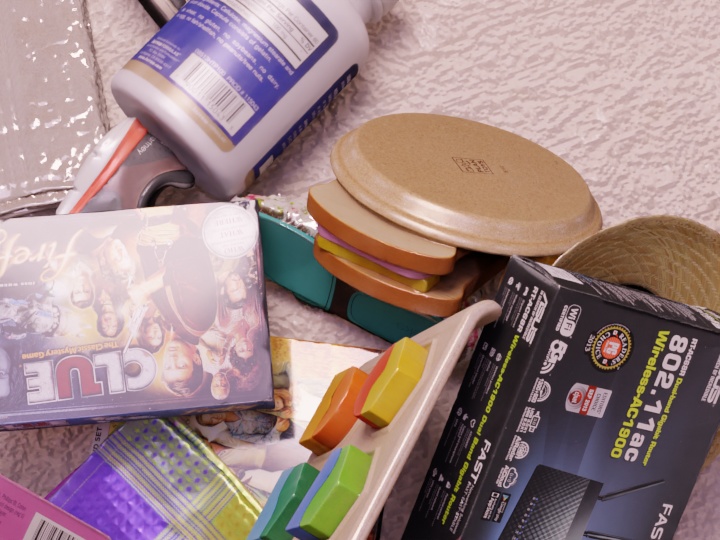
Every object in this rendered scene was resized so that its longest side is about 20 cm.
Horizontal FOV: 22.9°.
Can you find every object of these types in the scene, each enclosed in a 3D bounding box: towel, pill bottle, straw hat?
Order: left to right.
[{"bbox_3d":[-0.251,-0.128,1.287,0.132,0.034,0.200,-12,71,-1],"label":"towel"},{"bbox_3d":[-0.158,0.197,1.147,0.200,0.023,0.144,-44,79,0],"label":"towel"},{"bbox_3d":[-0.065,-0.157,1.233,0.120,0.120,0.200,40,78,17],"label":"pill bottle"},{"bbox_3d":[0.157,0.048,1.149,0.201,0.201,0.085,-36,29,-7],"label":"straw hat"}]

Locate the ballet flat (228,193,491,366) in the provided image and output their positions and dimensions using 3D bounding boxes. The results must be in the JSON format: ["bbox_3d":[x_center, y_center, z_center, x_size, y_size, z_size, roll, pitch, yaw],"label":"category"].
[{"bbox_3d":[0.000,0.000,1.208,0.200,0.076,0.064,31,45,11],"label":"ballet flat"}]

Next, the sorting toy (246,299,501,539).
[{"bbox_3d":[-0.009,0.108,1.058,0.036,0.185,0.200,37,67,-8],"label":"sorting toy"}]

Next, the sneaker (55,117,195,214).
[{"bbox_3d":[-0.183,-0.004,1.208,0.082,0.077,0.200,34,94,-4],"label":"sneaker"}]

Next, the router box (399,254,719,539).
[{"bbox_3d":[0.130,0.105,1.072,0.150,0.062,0.200,14,102,-28],"label":"router box"}]

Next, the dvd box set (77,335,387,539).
[{"bbox_3d":[-0.078,0.113,1.186,0.200,0.029,0.146,7,73,8],"label":"dvd box set"}]

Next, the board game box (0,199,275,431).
[{"bbox_3d":[-0.160,0.030,1.145,0.200,0.035,0.136,-5,77,-5],"label":"board game box"}]

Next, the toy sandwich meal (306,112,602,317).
[{"bbox_3d":[0.063,-0.037,1.172,0.205,0.205,0.070,21,117,12],"label":"toy sandwich meal"}]

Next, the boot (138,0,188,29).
[{"bbox_3d":[-0.119,-0.273,1.307,0.151,0.073,0.200,-27,65,-4],"label":"boot"}]

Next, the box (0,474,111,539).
[{"bbox_3d":[-0.289,0.152,1.085,0.200,0.176,0.097,13,71,34],"label":"box"}]
